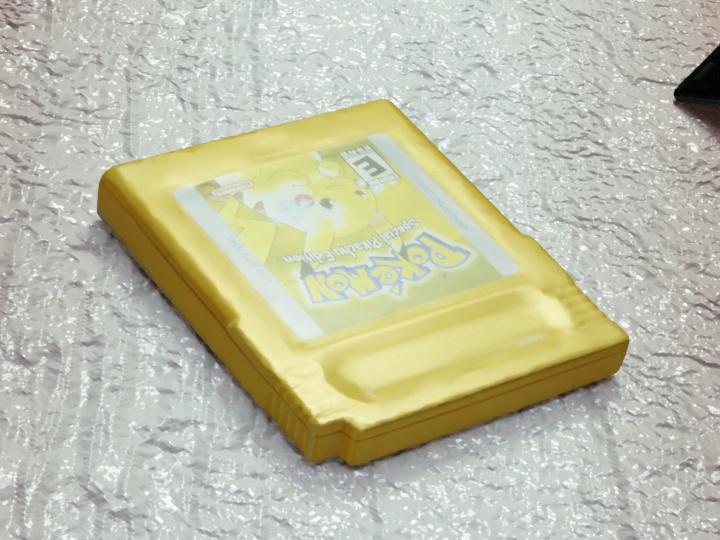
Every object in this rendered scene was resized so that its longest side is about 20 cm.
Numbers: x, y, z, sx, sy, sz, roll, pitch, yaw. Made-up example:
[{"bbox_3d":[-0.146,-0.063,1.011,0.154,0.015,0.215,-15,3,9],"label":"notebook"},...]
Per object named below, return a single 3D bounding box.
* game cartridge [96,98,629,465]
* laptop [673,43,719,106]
[{"bbox_3d":[0.000,0.000,1.082,0.176,0.032,0.200,-17,46,-33],"label":"game cartridge"},{"bbox_3d":[0.318,-0.099,1.275,0.200,0.116,0.187,12,47,46],"label":"laptop"}]
